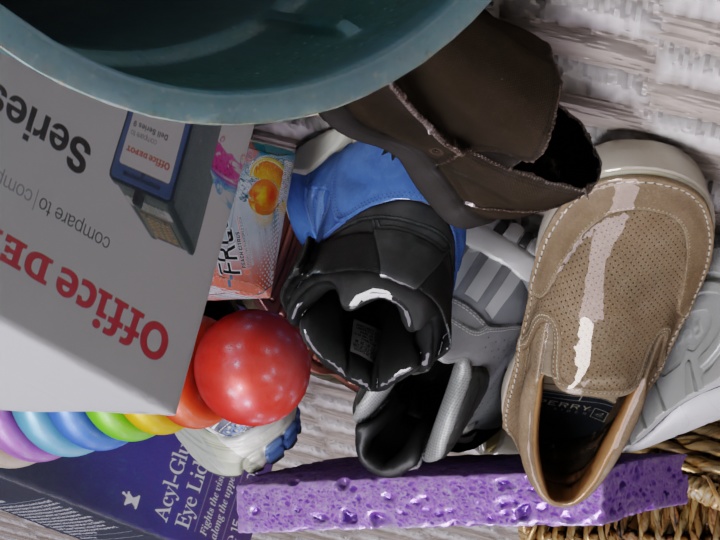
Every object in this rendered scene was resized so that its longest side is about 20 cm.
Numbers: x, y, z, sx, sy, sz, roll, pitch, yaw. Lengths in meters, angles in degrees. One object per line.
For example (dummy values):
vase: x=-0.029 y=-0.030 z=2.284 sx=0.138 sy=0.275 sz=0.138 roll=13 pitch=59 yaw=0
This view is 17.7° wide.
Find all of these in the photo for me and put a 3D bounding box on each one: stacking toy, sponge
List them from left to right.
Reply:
stacking toy: x=-0.108 y=0.052 z=1.109 sx=0.200 sy=0.086 sz=0.085 roll=-4 pitch=155 yaw=40
sponge: x=0.051 y=0.110 z=1.150 sx=0.200 sy=0.030 sz=0.111 roll=-3 pitch=179 yaw=28

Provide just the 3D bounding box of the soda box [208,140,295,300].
soda box: x=-0.104 y=-0.023 z=1.064 sx=0.063 sy=0.069 sz=0.200 roll=13 pitch=172 yaw=-27

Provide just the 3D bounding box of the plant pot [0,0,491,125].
plant pot: x=-0.081 y=-0.135 z=0.548 sx=0.200 sy=0.201 sz=0.196 roll=27 pitch=167 yaw=-34

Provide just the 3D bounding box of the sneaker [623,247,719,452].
sneaker: x=0.159 y=0.044 z=1.073 sx=0.080 sy=0.077 sz=0.200 roll=1 pitch=167 yaw=-25

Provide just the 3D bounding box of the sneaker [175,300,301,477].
sneaker: x=-0.103 y=0.018 z=1.201 sx=0.200 sy=0.077 sz=0.085 roll=35 pitch=149 yaw=36

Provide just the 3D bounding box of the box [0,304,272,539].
box: x=-0.151 y=0.075 z=1.331 sx=0.200 sy=0.148 sz=0.104 roll=23 pitch=162 yaw=-25

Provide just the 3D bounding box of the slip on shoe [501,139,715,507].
slip on shoe: x=0.103 y=0.027 z=0.992 sx=0.076 sy=0.061 sz=0.200 roll=9 pitch=140 yaw=-9

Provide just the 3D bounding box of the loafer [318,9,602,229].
loafer: x=0.038 y=-0.074 z=0.839 sx=0.071 sy=0.073 sz=0.200 roll=-3 pitch=162 yaw=23

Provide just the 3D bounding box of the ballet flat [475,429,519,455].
ballet flat: x=0.091 y=0.067 z=1.222 sx=0.068 sy=0.069 sz=0.200 roll=24 pitch=162 yaw=-33

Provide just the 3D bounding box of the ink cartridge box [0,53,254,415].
ink cartridge box: x=-0.106 y=-0.069 z=0.736 sx=0.087 sy=0.200 sz=0.145 roll=2 pitch=158 yaw=39

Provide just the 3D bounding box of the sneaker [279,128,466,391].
sneaker: x=-0.001 y=0.000 z=1.014 sx=0.077 sy=0.111 sz=0.200 roll=21 pitch=163 yaw=-12

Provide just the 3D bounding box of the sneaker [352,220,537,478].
sneaker: x=0.029 y=0.061 z=1.111 sx=0.075 sy=0.116 sz=0.200 roll=29 pitch=151 yaw=12

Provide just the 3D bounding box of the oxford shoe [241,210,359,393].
oxford shoe: x=-0.035 y=0.017 z=1.181 sx=0.074 sy=0.071 sz=0.200 roll=16 pitch=163 yaw=26

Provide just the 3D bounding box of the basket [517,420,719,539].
basket: x=0.176 y=0.145 z=1.261 sx=0.143 sy=0.149 sz=0.200 roll=29 pitch=160 yaw=-38
